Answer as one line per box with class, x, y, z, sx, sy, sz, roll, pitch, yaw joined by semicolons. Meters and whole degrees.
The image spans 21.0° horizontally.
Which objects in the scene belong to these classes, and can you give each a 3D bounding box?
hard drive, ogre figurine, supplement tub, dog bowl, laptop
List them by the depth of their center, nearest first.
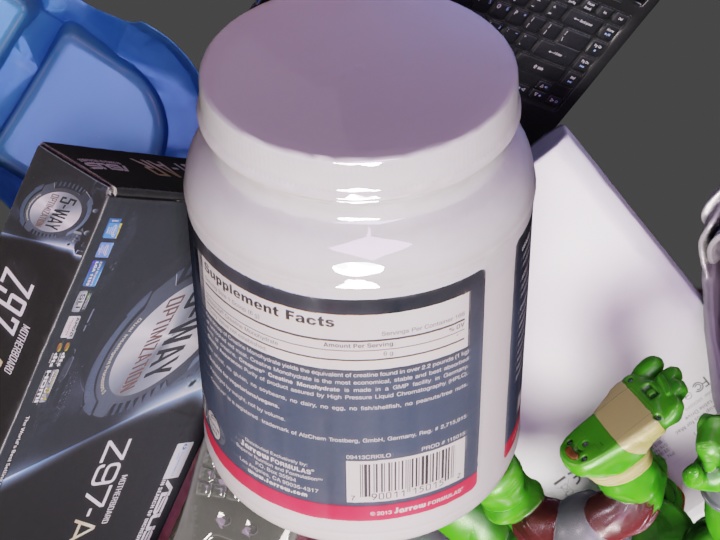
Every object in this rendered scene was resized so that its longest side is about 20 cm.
supplement tub;0.000;0.000;0.801;0.139;0.141;0.201;-4;129;-5
laptop;0.064;-0.099;0.833;0.177;0.104;0.200;17;128;-31
ogre figurine;0.107;0.111;0.885;0.199;0.098;0.120;-22;127;20
dog bowl;-0.162;-0.090;0.911;0.199;0.050;0.112;32;92;-8
hard drive;0.105;0.046;0.931;0.132;0.026;0.200;-37;107;14

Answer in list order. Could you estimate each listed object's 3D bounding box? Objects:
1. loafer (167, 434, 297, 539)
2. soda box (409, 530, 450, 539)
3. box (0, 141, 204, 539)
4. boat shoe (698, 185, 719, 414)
loafer;-0.064;0.148;0.930;0.075;0.070;0.201;25;97;5
soda box;0.059;0.198;0.943;0.200;0.064;0.068;43;113;-7
box;-0.117;0.046;0.861;0.043;0.160;0.201;30;102;25
boat shoe;0.191;-0.014;0.900;0.065;0.073;0.201;21;55;-33
